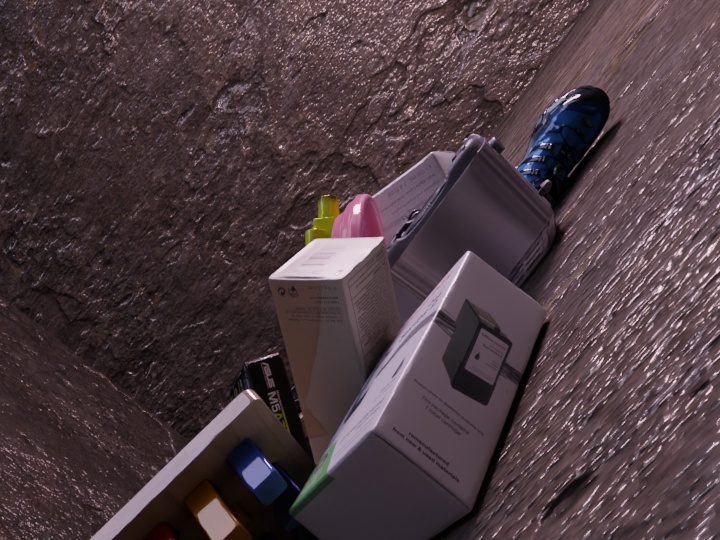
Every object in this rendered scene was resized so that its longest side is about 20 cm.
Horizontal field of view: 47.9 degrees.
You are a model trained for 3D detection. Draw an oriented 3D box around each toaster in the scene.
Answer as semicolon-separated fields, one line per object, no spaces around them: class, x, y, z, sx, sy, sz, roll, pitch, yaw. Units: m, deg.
toaster;0.109;-0.029;0.832;0.201;0.128;0.114;-53;0;15

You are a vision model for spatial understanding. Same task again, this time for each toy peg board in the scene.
toy peg board;-0.089;0.239;0.621;0.199;0.201;0.097;-43;42;-13

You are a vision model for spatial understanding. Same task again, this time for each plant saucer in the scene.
plant saucer;0.000;0.000;1.107;0.200;0.050;0.205;-6;-90;-78

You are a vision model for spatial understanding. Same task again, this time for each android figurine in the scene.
android figurine;-0.037;0.004;1.138;0.182;0.040;0.205;44;-137;-73

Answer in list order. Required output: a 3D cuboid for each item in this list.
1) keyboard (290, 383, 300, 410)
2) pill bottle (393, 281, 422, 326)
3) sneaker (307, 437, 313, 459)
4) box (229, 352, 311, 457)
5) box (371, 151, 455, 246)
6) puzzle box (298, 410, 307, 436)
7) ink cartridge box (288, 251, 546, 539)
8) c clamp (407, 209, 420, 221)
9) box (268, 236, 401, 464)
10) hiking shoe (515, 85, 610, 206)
keyboard;-0.057;0.152;1.114;0.126;0.021;0.200;-26;4;29
pill bottle;0.083;0.008;1.095;0.120;0.119;0.200;-53;1;19
sneaker;-0.036;0.230;1.073;0.085;0.077;0.199;-40;3;-37
box;-0.092;0.209;0.893;0.047;0.204;0.193;-14;-14;-16
box;0.089;-0.079;1.290;0.197;0.132;0.200;-35;-2;18
puzzle box;-0.050;0.177;1.081;0.198;0.026;0.132;-30;2;-33
ink cartridge box;0.047;0.104;0.609;0.146;0.083;0.201;-53;1;44
c clamp;0.114;-0.058;1.032;0.200;0.167;0.028;-117;19;-75
box;-0.009;0.080;0.740;0.076;0.204;0.095;0;23;28
hiking shoe;0.215;-0.112;0.913;0.201;0.074;0.087;-52;26;24
